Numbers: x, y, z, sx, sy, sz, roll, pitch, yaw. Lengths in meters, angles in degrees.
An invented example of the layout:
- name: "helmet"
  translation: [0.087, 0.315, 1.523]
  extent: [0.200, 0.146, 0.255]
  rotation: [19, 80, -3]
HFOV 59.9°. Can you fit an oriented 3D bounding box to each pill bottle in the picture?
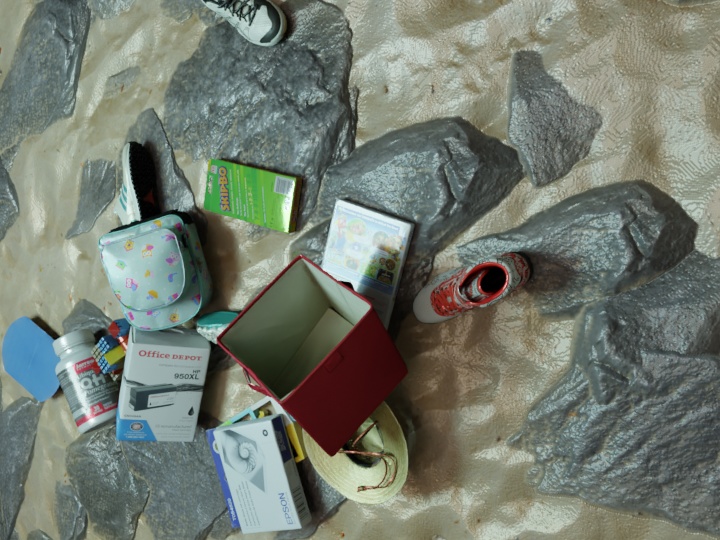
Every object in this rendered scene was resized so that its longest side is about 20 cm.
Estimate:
- name: "pill bottle"
  translation: [-0.575, 0.231, 1.325]
  extent: [0.110, 0.110, 0.202]
  rotation: [-30, 82, 29]

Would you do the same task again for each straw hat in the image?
- name: "straw hat"
  translation: [0.008, 0.266, 1.011]
  extent: [0.199, 0.085, 0.204]
  rotation: [5, 99, 30]

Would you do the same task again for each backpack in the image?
- name: "backpack"
  translation: [-0.368, 0.008, 1.142]
  extent: [0.174, 0.153, 0.202]
  rotation: [-17, 106, -1]

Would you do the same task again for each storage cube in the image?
- name: "storage cube"
  translation: [-0.062, 0.122, 0.904]
  extent: [0.200, 0.180, 0.170]
  rotation: [-45, 49, -15]

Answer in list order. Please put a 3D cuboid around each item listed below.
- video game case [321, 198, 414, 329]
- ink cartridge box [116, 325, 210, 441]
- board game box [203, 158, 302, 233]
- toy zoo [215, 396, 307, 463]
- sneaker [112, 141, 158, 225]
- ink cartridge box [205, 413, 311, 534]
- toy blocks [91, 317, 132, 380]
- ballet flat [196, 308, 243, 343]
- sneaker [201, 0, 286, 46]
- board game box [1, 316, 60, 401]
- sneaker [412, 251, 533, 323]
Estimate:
- name: "video game case"
  translation: [0.000, 0.000, 1.021]
  extent: [0.142, 0.018, 0.202]
  rotation: [22, 107, 26]
- name: "ink cartridge box"
  translation: [-0.373, 0.214, 1.180]
  extent: [0.084, 0.143, 0.202]
  rotation: [-136, 57, -62]
- name: "board game box"
  translation: [-0.196, -0.135, 1.110]
  extent: [0.198, 0.030, 0.097]
  rotation: [16, 103, 24]
- name: "toy zoo"
  translation: [-0.175, 0.311, 1.158]
  extent: [0.199, 0.020, 0.132]
  rotation: [-34, 80, 29]
- name: "sneaker"
  translation: [-0.455, -0.148, 1.230]
  extent: [0.092, 0.070, 0.202]
  rotation: [-5, 96, 24]
- name: "ink cartridge box"
  translation: [-0.202, 0.378, 1.147]
  extent: [0.198, 0.040, 0.202]
  rotation: [-19, 87, 30]
- name: "toy blocks"
  translation: [-0.462, 0.154, 1.235]
  extent: [0.100, 0.136, 0.200]
  rotation: [50, 117, 14]
- name: "ballet flat"
  translation: [-0.210, 0.104, 1.137]
  extent: [0.198, 0.072, 0.073]
  rotation: [-4, 95, 32]
- name: "sneaker"
  translation: [-0.214, -0.442, 1.046]
  extent: [0.199, 0.087, 0.076]
  rotation: [36, 110, 19]
- name: "board game box"
  translation: [-0.757, 0.203, 1.469]
  extent: [0.199, 0.039, 0.159]
  rotation: [32, 106, 17]
- name: "sneaker"
  translation: [0.141, 0.029, 0.892]
  extent: [0.200, 0.108, 0.068]
  rotation: [-25, 84, 30]
